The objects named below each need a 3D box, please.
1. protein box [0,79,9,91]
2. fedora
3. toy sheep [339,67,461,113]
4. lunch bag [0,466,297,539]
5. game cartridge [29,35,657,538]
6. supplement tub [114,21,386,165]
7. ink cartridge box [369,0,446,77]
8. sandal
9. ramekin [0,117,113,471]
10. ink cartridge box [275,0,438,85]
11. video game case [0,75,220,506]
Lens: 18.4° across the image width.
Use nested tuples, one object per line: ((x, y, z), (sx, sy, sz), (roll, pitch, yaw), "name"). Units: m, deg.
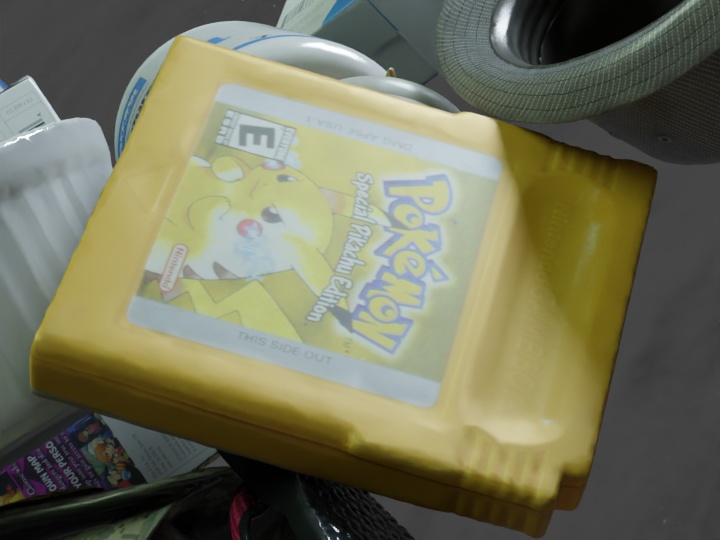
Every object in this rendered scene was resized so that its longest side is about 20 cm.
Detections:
((-0.203, -0.008, 1.240), (0.135, 0.198, 0.200), (-47, 19, 3), "protein box")
((0.131, -0.106, 0.900), (0.177, 0.090, 0.199), (-54, 27, -18), "fedora")
((-0.003, -0.008, 0.933), (0.138, 0.138, 0.201), (-34, 37, 32), "toy sheep")
((-0.121, 0.150, 0.841), (0.163, 0.118, 0.201), (-15, 30, 25), "lunch bag")
((0.000, 0.000, 0.819), (0.033, 0.198, 0.177), (99, -173, -47), "game cartridge")
((-0.049, -0.055, 1.106), (0.132, 0.132, 0.200), (-47, 16, -4), "supplement tub")
((0.054, -0.196, 1.182), (0.067, 0.116, 0.201), (-35, 22, 30), "ink cartridge box")
((-0.018, 0.098, 0.801), (0.045, 0.075, 0.200), (-54, 32, 5), "sandal")
((-0.165, 0.033, 0.885), (0.200, 0.098, 0.200), (-32, -1, -1), "ramekin")
((0.018, -0.172, 1.308), (0.116, 0.067, 0.201), (-34, 22, 30), "ink cartridge box")
((-0.168, 0.038, 1.010), (0.181, 0.201, 0.036), (-35, -4, -26), "video game case")
